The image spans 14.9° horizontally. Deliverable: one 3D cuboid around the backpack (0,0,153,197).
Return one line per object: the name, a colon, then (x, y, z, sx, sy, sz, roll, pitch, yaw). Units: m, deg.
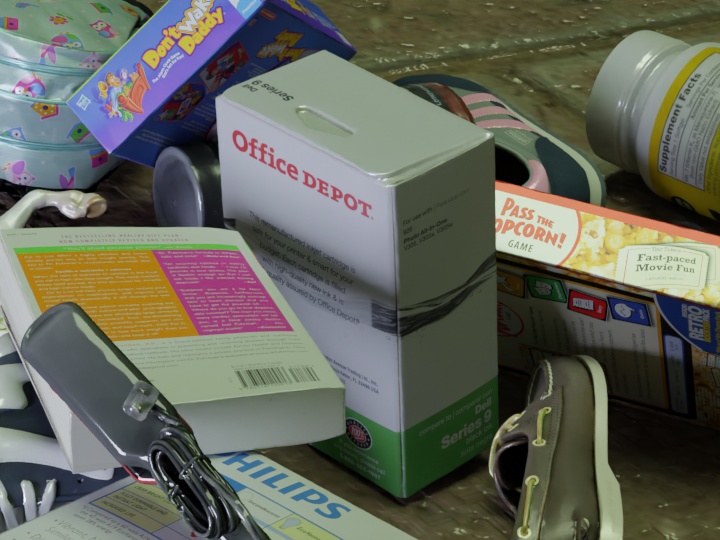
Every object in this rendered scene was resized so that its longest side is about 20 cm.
backpack: (-0.210, -0.125, 1.803, 0.166, 0.127, 0.200, 5, 22, 1)

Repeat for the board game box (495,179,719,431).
board game box: (0.145, 0.023, 1.560, 0.199, 0.152, 0.046, 15, 63, 17)

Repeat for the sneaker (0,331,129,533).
sneaker: (-0.167, 0.124, 1.367, 0.129, 0.080, 0.199, 23, 39, 13)

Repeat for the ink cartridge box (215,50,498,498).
ink cartridge box: (0.000, 0.000, 1.505, 0.084, 0.201, 0.146, -27, 39, -34)

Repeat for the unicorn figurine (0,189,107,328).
unicorn figurine: (-0.206, 0.008, 1.594, 0.137, 0.074, 0.200, -13, 36, -11)

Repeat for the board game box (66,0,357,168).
board game box: (-0.090, -0.123, 1.730, 0.045, 0.134, 0.200, 49, 8, 14)

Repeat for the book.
book: (-0.098, 0.032, 1.359, 0.133, 0.048, 0.200, -5, 24, -15)

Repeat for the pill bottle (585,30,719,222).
pill bottle: (0.257, -0.086, 1.839, 0.199, 0.115, 0.114, 26, 33, 35)

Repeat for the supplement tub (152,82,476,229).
supplement tub: (-0.028, -0.056, 1.731, 0.199, 0.107, 0.107, -10, 30, -27)

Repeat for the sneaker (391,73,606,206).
sneaker: (0.069, -0.082, 1.830, 0.082, 0.071, 0.200, -4, 24, -45)

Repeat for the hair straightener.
hair straightener: (-0.087, 0.083, 1.181, 0.041, 0.077, 0.200, -38, 57, -3)

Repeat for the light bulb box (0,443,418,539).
light bulb box: (-0.066, 0.190, 1.207, 0.198, 0.125, 0.200, 25, 32, 35)

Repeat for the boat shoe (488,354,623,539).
boat shoe: (0.101, 0.106, 1.474, 0.059, 0.072, 0.200, 7, 32, -5)

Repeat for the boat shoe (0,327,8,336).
boat shoe: (-0.181, 0.071, 1.486, 0.199, 0.071, 0.070, -12, 72, 1)
